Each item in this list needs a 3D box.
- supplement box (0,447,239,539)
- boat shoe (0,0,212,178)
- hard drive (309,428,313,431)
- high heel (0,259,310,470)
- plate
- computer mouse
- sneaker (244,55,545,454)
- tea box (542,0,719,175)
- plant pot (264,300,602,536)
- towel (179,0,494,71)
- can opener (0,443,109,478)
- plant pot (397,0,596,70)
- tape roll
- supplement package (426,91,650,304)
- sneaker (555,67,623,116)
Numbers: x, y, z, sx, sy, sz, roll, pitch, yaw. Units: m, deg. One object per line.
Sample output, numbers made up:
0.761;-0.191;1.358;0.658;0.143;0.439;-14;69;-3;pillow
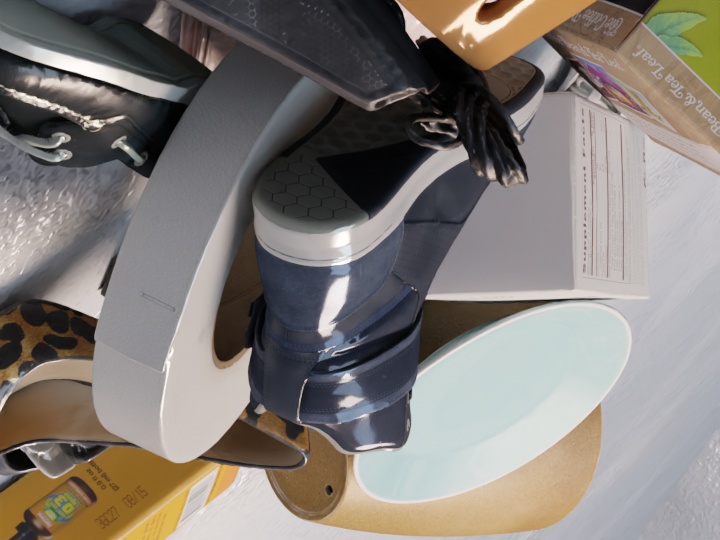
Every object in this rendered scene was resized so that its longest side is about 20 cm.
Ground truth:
-0.155;0.139;1.163;0.200;0.067;0.069;-35;161;-36;supplement box
-0.112;-0.068;0.812;0.061;0.075;0.200;-58;161;9;boat shoe
0.000;0.000;1.078;0.135;0.042;0.200;-64;-178;-34;hard drive
-0.122;0.078;0.980;0.200;0.142;0.072;-34;159;-40;high heel
0.080;0.078;1.293;0.199;0.026;0.201;-21;148;-14;plate
-0.020;-0.109;0.794;0.053;0.199;0.139;-59;-161;12;computer mouse
0.015;-0.008;0.917;0.202;0.077;0.147;-40;141;-45;sneaker
0.218;-0.170;1.169;0.197;0.134;0.200;-48;-162;3;tea box
0.035;0.109;1.422;0.199;0.187;0.187;-9;140;-42;plant pot
0.001;-0.139;0.956;0.199;0.032;0.191;-26;155;-27;towel
-0.122;0.051;1.113;0.067;0.054;0.200;-20;-170;46;can opener
0.047;-0.174;0.788;0.140;0.200;0.200;-45;164;8;plant pot
-0.056;-0.012;0.909;0.203;0.037;0.203;-60;166;-25;tape roll
0.101;-0.039;1.256;0.200;0.116;0.118;6;83;-69;supplement package
0.173;-0.129;1.380;0.115;0.075;0.200;-48;166;-11;sneaker
